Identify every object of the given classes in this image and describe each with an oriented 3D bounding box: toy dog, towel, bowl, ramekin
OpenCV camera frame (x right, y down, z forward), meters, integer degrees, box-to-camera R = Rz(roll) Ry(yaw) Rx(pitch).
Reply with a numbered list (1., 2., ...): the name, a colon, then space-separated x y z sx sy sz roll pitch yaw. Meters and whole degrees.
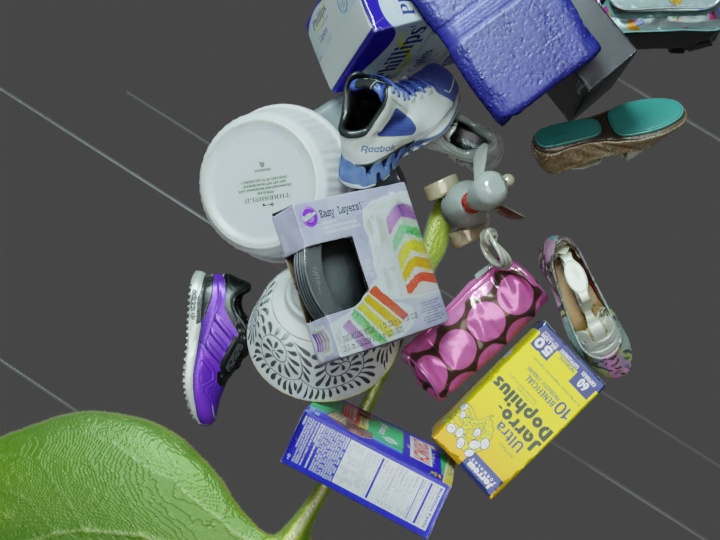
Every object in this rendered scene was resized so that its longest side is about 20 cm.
1. toy dog: 0.157 -0.091 1.325 0.095 0.200 0.133 -28 111 -13
2. towel: 0.156 -0.281 1.182 0.147 0.050 0.201 -35 88 2
3. bowl: -0.047 0.053 1.320 0.197 0.095 0.203 0 55 0
4. ramekin: -0.111 -0.109 1.336 0.199 0.094 0.206 1 94 17

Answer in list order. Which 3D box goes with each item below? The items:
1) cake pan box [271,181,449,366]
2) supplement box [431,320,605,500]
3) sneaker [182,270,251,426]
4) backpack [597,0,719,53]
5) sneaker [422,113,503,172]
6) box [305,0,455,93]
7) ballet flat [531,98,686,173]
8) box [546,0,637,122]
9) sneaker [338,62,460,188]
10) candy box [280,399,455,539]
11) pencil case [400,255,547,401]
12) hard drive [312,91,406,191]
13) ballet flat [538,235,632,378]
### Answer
1. cake pan box: 0.000 0.000 1.260 0.052 0.198 0.187 -25 81 47
2. supplement box: 0.195 0.171 1.333 0.109 0.110 0.200 45 92 5
3. sneaker: -0.176 0.103 1.388 0.098 0.070 0.204 2 88 3
4. backpack: 0.372 -0.389 1.326 0.173 0.153 0.203 0 81 10
5. sneaker: 0.090 -0.185 1.373 0.197 0.081 0.076 16 91 8
6. box: 0.057 -0.316 1.295 0.198 0.184 0.106 -17 82 -21
7. ballet flat: 0.318 -0.169 1.364 0.197 0.066 0.071 -10 49 8
8. box: 0.252 -0.275 1.302 0.078 0.200 0.142 -36 86 2
9. sneaker: 0.042 -0.199 1.281 0.080 0.116 0.199 29 61 32
10. candy box: 0.016 0.234 1.316 0.198 0.169 0.078 27 95 5
11. pencil case: 0.140 0.070 1.355 0.200 0.091 0.094 -46 123 0
12. hard drive: -0.056 -0.128 1.385 0.198 0.033 0.141 -28 86 17
13. ballet flat: 0.286 0.047 1.350 0.068 0.071 0.202 -26 86 2
